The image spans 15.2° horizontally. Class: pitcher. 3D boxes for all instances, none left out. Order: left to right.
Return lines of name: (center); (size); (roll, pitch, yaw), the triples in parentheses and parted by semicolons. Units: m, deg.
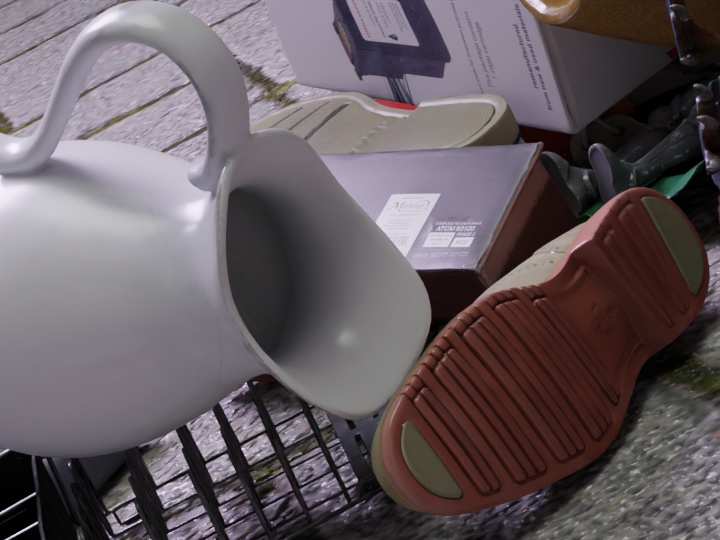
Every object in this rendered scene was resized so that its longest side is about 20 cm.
pitcher: (-0.095, -0.014, 1.008); (0.200, 0.172, 0.121); (-8, 26, 41)

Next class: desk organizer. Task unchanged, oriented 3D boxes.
desk organizer: (0.000, 0.000, 1.167); (0.200, 0.077, 0.072); (-1, 48, 38)

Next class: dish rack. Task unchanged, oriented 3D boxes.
dish rack: (-0.053, 0.076, 1.066); (0.200, 0.055, 0.153); (-27, 17, -2)

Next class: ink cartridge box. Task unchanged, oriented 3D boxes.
ink cartridge box: (0.067, -0.144, 1.258); (0.145, 0.085, 0.200); (-37, 31, -29)

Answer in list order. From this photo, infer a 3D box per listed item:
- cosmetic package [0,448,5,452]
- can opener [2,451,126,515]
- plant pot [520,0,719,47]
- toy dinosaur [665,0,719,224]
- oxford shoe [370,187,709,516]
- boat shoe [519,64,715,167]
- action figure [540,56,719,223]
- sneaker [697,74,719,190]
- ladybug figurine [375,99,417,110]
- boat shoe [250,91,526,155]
cosmetic package: (-0.219, 0.088, 1.259); (0.101, 0.071, 0.200); (-8, 24, 48)
can opener: (-0.163, 0.096, 1.150); (0.053, 0.067, 0.200); (-15, 20, 32)
plant pot: (0.160, -0.164, 1.102); (0.200, 0.187, 0.186); (-12, 10, -22)
toy dinosaur: (0.205, -0.101, 0.991); (0.181, 0.105, 0.200); (-14, -27, 7)
oxford shoe: (0.059, 0.040, 1.002); (0.074, 0.071, 0.200); (-31, 2, 43)
boat shoe: (0.119, -0.088, 1.288); (0.200, 0.071, 0.063); (-27, 18, -15)
action figure: (0.175, -0.080, 1.205); (0.200, 0.055, 0.118); (-30, 13, -26)
sneaker: (0.229, -0.065, 1.066); (0.200, 0.078, 0.086); (-10, 5, 39)
ladybug figurine: (0.068, -0.116, 1.443); (0.136, 0.072, 0.200); (-29, 16, -8)
boat shoe: (0.006, -0.037, 1.240); (0.075, 0.068, 0.200); (-41, 26, -26)
